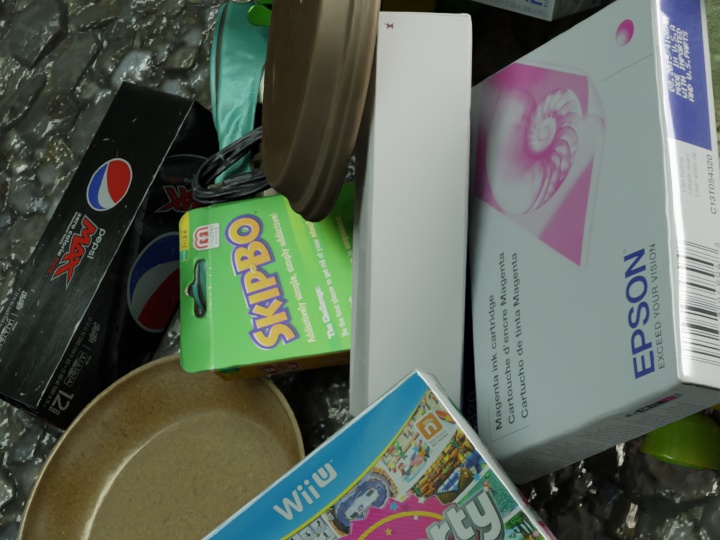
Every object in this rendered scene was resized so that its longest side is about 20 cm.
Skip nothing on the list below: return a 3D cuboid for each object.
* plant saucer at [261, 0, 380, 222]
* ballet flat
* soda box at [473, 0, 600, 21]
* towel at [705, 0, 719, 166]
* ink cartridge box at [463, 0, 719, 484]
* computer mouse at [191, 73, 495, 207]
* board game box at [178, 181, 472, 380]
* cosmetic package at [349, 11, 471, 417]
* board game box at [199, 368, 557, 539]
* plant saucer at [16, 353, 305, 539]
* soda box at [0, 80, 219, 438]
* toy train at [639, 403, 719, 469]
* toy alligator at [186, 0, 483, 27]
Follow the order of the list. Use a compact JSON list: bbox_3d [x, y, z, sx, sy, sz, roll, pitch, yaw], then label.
[{"bbox_3d":[-0.021,-0.125,1.188,0.200,0.029,0.201,-172,90,-80],"label":"plant saucer"},{"bbox_3d":[-0.049,-0.066,1.332,0.070,0.067,0.201,-6,66,24],"label":"ballet flat"},{"bbox_3d":[0.035,-0.192,1.280,0.200,0.068,0.064,19,112,25],"label":"soda box"},{"bbox_3d":[0.204,-0.075,1.126,0.200,0.037,0.148,19,57,44],"label":"towel"},{"bbox_3d":[0.091,-0.008,1.110,0.200,0.043,0.197,-29,56,48],"label":"ink cartridge box"},{"bbox_3d":[0.005,-0.063,1.274,0.199,0.034,0.059,-11,51,12],"label":"computer mouse"},{"bbox_3d":[0.000,0.000,1.237,0.199,0.030,0.096,-8,68,14],"label":"board game box"},{"bbox_3d":[0.024,-0.024,1.153,0.050,0.083,0.201,1,93,-5],"label":"cosmetic package"},{"bbox_3d":[0.032,0.168,1.058,0.147,0.064,0.200,-39,80,5],"label":"board game box"},{"bbox_3d":[-0.101,0.142,1.269,0.200,0.035,0.201,-19,56,30],"label":"plant saucer"},{"bbox_3d":[-0.143,-0.005,1.366,0.071,0.063,0.200,19,79,42],"label":"soda box"},{"bbox_3d":[0.157,0.041,1.107,0.200,0.085,0.116,17,93,46],"label":"toy train"},{"bbox_3d":[-0.019,-0.136,1.317,0.199,0.059,0.054,0,96,2],"label":"toy alligator"}]
